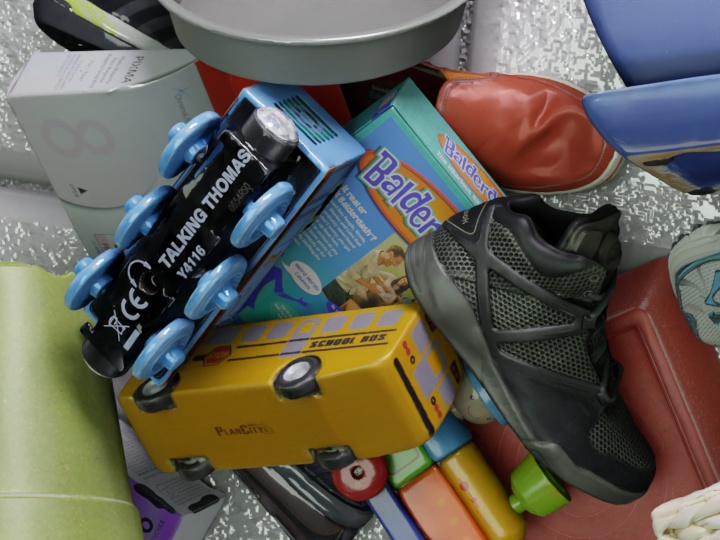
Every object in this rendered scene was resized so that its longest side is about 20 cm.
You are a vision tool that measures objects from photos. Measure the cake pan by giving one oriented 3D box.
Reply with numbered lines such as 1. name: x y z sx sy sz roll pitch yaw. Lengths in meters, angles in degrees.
1. cake pan: -0.025 -0.165 1.185 0.198 0.201 0.037 12 126 20

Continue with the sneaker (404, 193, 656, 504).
1. sneaker: 0.124 0.039 1.145 0.114 0.076 0.200 -33 98 27

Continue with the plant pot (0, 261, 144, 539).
1. plant pot: -0.219 0.100 1.232 0.198 0.200 0.192 -7 76 23

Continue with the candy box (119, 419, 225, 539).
1. candy box: -0.218 0.170 1.359 0.199 0.071 0.169 34 107 15

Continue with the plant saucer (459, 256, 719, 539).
1. plant saucer: 0.138 0.120 1.228 0.198 0.037 0.202 -24 86 23

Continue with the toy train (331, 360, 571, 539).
1. toy train: 0.079 0.155 1.200 0.115 0.085 0.201 -35 83 9

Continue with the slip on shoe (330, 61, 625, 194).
1. slip on shoe: 0.065 -0.091 1.219 0.198 0.061 0.075 17 101 18

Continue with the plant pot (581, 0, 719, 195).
1. plant pot: 0.216 -0.144 1.058 0.198 0.200 0.182 -5 82 21

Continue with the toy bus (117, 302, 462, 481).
1. toy bus: -0.045 0.071 1.194 0.199 0.078 0.065 -8 123 35

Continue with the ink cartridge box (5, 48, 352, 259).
1. ink cartridge box: -0.099 -0.065 1.247 0.198 0.057 0.163 4 139 25

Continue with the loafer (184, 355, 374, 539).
1. loafer: -0.081 0.111 1.300 0.200 0.072 0.063 40 113 10

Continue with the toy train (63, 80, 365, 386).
1. toy train: -0.087 -0.019 1.155 0.087 0.114 0.200 44 117 11

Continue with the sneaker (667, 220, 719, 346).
1. sneaker: 0.215 0.014 1.102 0.077 0.200 0.087 6 69 -3

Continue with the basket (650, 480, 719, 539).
1. basket: 0.291 0.159 1.075 0.199 0.198 0.162 -28 80 33

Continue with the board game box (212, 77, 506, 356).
1. board game box: 0.000 0.000 1.229 0.199 0.045 0.152 -33 103 29

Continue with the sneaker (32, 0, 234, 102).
1. sneaker: -0.114 -0.156 1.277 0.199 0.072 0.083 27 80 5
